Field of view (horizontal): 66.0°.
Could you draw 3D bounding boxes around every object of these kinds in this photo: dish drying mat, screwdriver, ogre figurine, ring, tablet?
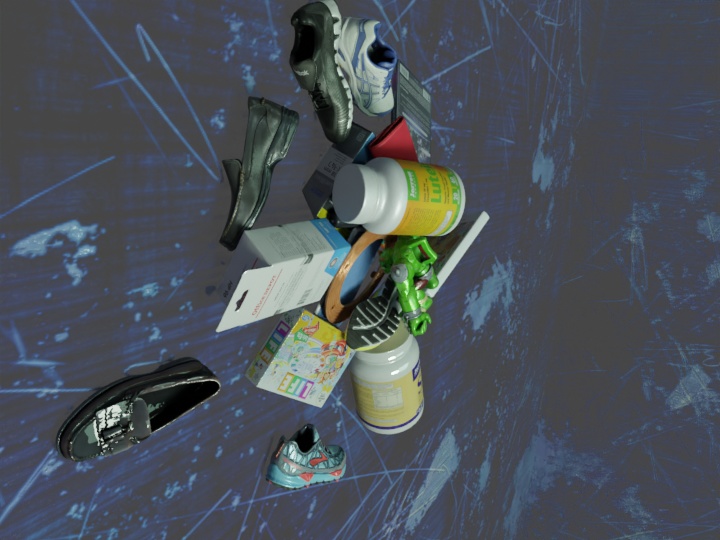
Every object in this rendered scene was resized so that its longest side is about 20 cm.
[{"bbox_3d":[0.068,-0.162,0.924,0.077,0.018,0.201,-47,147,-11],"label":"dish drying mat"},{"bbox_3d":[0.027,-0.091,0.907,0.197,0.029,0.029,-13,92,-41],"label":"screwdriver"},{"bbox_3d":[0.091,-0.001,0.951,0.201,0.096,0.121,-55,132,-36],"label":"ogre figurine"},{"bbox_3d":[0.000,0.000,0.945,0.201,0.019,0.202,-47,157,-26],"label":"ring"},{"bbox_3d":[-0.024,0.016,0.957,0.129,0.014,0.203,-8,127,-64],"label":"tablet"}]

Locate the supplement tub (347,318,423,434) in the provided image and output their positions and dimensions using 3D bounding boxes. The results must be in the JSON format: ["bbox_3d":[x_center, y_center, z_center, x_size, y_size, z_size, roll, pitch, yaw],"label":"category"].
[{"bbox_3d":[0.048,0.198,1.082,0.145,0.143,0.204,-43,136,-42],"label":"supplement tub"}]

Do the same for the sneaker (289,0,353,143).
[{"bbox_3d":[-0.063,-0.282,0.805,0.090,0.065,0.205,-33,125,-45],"label":"sneaker"}]

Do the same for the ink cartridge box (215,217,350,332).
[{"bbox_3d":[-0.118,0.001,0.760,0.198,0.068,0.117,-16,146,-50],"label":"ink cartridge box"}]

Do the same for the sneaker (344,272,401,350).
[{"bbox_3d":[0.028,0.087,0.997,0.200,0.078,0.091,-42,173,-47],"label":"sneaker"}]

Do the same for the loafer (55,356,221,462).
[{"bbox_3d":[-0.252,0.162,0.658,0.199,0.062,0.074,-28,124,-52],"label":"loafer"}]

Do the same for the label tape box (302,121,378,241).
[{"bbox_3d":[-0.025,-0.117,0.913,0.202,0.063,0.144,-56,147,-1],"label":"label tape box"}]

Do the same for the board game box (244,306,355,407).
[{"bbox_3d":[-0.087,0.144,0.917,0.136,0.034,0.200,-57,146,-4],"label":"board game box"}]

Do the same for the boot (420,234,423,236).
[{"bbox_3d":[0.081,-0.140,1.086,0.199,0.063,0.192,-27,111,-55],"label":"boot"}]

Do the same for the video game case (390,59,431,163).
[{"bbox_3d":[0.098,-0.271,1.052,0.142,0.019,0.206,21,69,-55],"label":"video game case"}]

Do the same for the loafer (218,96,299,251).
[{"bbox_3d":[-0.150,-0.127,0.732,0.071,0.073,0.204,23,88,-19],"label":"loafer"}]

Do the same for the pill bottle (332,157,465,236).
[{"bbox_3d":[0.058,-0.111,0.848,0.196,0.110,0.114,-1,104,-39],"label":"pill bottle"}]

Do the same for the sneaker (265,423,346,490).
[{"bbox_3d":[-0.081,0.322,0.983,0.199,0.078,0.098,14,87,-59],"label":"sneaker"}]

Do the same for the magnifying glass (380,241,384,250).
[{"bbox_3d":[0.035,-0.069,1.080,0.200,0.022,0.081,42,65,-56],"label":"magnifying glass"}]

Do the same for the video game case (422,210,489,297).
[{"bbox_3d":[0.148,-0.032,1.112,0.023,0.181,0.201,42,74,-17],"label":"video game case"}]

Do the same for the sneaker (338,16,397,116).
[{"bbox_3d":[0.024,-0.321,0.907,0.200,0.086,0.077,45,62,-56],"label":"sneaker"}]
